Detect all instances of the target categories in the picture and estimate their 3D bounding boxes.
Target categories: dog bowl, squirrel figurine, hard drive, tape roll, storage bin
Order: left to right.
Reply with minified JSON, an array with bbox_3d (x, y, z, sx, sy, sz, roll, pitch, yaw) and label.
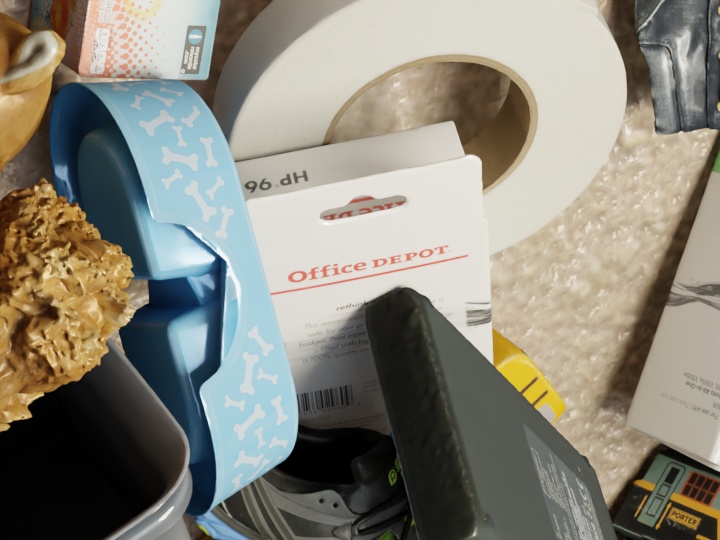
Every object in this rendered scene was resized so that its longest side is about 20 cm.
[{"bbox_3d":[-0.184,-0.019,0.988,0.187,0.200,0.142,-45,173,-26],"label":"squirrel figurine"},{"bbox_3d":[-0.156,0.108,1.056,0.146,0.200,0.134,-34,138,-13],"label":"storage bin"},{"bbox_3d":[-0.081,0.008,1.041,0.050,0.111,0.200,-18,98,-25],"label":"dog bowl"},{"bbox_3d":[0.030,-0.075,1.124,0.203,0.037,0.203,-10,139,-9],"label":"tape roll"},{"bbox_3d":[0.074,0.110,1.105,0.033,0.140,0.200,-27,140,16],"label":"hard drive"}]

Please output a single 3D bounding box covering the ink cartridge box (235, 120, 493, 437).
[{"bbox_3d":[0.000,0.000,1.115,0.116,0.068,0.200,-12,141,-5],"label":"ink cartridge box"}]

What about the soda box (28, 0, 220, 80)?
[{"bbox_3d":[-0.093,-0.187,1.030,0.068,0.064,0.200,-1,114,-31],"label":"soda box"}]

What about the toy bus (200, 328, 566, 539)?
[{"bbox_3d":[0.009,0.111,1.235,0.200,0.065,0.078,-44,130,-6],"label":"toy bus"}]

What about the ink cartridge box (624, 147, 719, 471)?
[{"bbox_3d":[0.251,0.021,1.307,0.146,0.084,0.200,19,92,-36],"label":"ink cartridge box"}]

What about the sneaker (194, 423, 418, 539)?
[{"bbox_3d":[0.006,0.124,1.117,0.200,0.071,0.083,33,115,-7],"label":"sneaker"}]

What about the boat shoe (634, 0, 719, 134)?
[{"bbox_3d":[0.182,-0.168,1.205,0.091,0.071,0.200,-6,97,10],"label":"boat shoe"}]

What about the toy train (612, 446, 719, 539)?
[{"bbox_3d":[0.222,0.175,1.319,0.085,0.200,0.114,40,76,-43],"label":"toy train"}]
